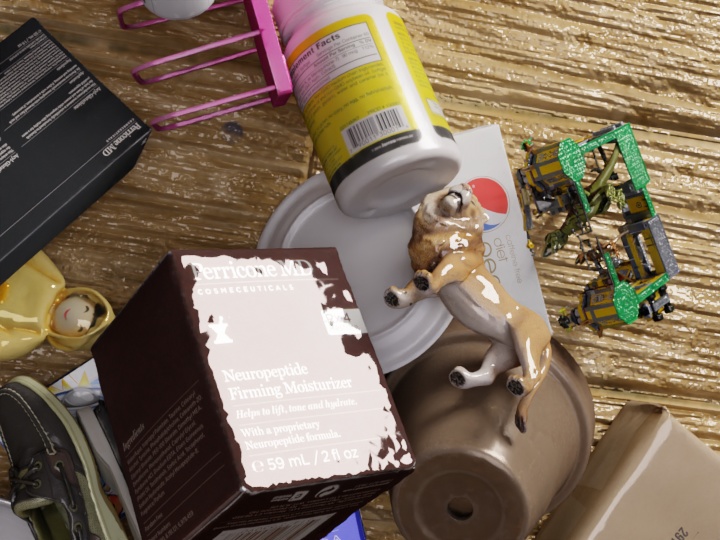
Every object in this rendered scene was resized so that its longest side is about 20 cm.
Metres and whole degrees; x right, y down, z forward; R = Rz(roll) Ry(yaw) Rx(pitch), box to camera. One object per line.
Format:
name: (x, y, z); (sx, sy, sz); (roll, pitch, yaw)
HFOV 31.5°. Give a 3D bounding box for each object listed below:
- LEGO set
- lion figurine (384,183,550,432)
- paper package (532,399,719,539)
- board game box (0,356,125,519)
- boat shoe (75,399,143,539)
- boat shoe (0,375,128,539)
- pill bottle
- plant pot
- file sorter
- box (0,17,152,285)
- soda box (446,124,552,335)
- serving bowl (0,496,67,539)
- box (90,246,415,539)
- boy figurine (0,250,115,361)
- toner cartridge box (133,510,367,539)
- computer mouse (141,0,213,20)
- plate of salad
LEGO set: (0.191, -0.036, 1.147); (0.154, 0.116, 0.201); (-38, 106, -43)
lion figurine: (0.101, 0.027, 1.048); (0.122, 0.072, 0.200); (-31, 85, -47)
paper package: (0.282, 0.256, 1.189); (0.190, 0.103, 0.200); (36, 86, -8)
board game box: (-0.208, 0.136, 1.139); (0.200, 0.034, 0.136); (-34, 97, -6)
boat shoe: (-0.173, 0.189, 1.063); (0.060, 0.074, 0.200); (-23, 59, -19)
boat shoe: (-0.257, 0.184, 1.060); (0.072, 0.066, 0.202); (-31, 86, 37)
pill bottle: (0.001, -0.156, 1.096); (0.114, 0.114, 0.201); (-19, 72, -8)
plant pot: (0.098, 0.159, 1.084); (0.199, 0.175, 0.201); (4, 110, 11)
file sorter: (-0.146, -0.228, 1.085); (0.125, 0.139, 0.201); (-16, 95, -5)
box: (-0.294, -0.090, 1.050); (0.141, 0.079, 0.200); (42, 59, 2)
soda box: (0.114, -0.029, 1.171); (0.068, 0.064, 0.201); (-16, 95, -9)
serving bowl: (-0.335, 0.289, 1.109); (0.199, 0.066, 0.201); (0, 93, -10)
box: (-0.091, 0.108, 1.015); (0.165, 0.164, 0.201); (-2, 61, -38)
boy figurine: (-0.306, 0.026, 1.096); (0.199, 0.064, 0.125); (23, 63, -5)
toner cartridge box: (-0.100, 0.238, 1.131); (0.199, 0.095, 0.043); (-14, 94, -9)
computer mouse: (-0.151, -0.298, 0.990); (0.109, 0.044, 0.201); (-10, 93, -4)
plate of salad: (0.000, 0.000, 1.141); (0.199, 0.048, 0.201); (-5, 72, 15)
